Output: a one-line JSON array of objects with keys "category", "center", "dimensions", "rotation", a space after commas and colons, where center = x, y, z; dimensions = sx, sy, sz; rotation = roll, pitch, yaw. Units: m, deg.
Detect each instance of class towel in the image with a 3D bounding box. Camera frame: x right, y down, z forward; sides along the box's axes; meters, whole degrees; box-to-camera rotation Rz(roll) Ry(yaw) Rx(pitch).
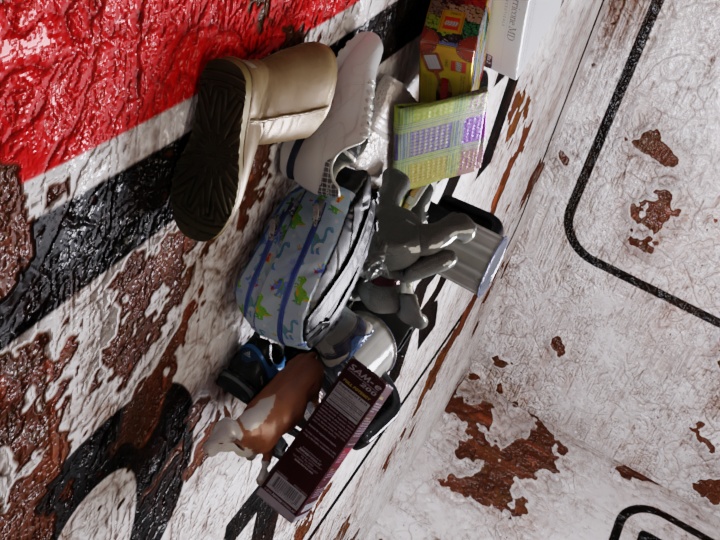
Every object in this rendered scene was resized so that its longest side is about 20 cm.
[{"category": "towel", "center": [0.110, -0.184, 1.283], "dimensions": [0.201, 0.140, 0.023], "rotation": [85, -10, -62]}, {"category": "towel", "center": [0.037, -0.190, 1.280], "dimensions": [0.135, 0.034, 0.200], "rotation": [-66, 165, 3]}]

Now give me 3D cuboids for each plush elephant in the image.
[{"category": "plush elephant", "center": [0.047, -0.008, 1.258], "dimensions": [0.200, 0.163, 0.157], "rotation": [-48, 160, -37]}]

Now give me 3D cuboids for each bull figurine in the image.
[{"category": "bull figurine", "center": [-0.111, 0.185, 1.115], "dimensions": [0.199, 0.064, 0.123], "rotation": [-40, 149, -38]}]

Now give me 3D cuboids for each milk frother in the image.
[{"category": "milk frother", "center": [0.172, -0.092, 1.588], "dimensions": [0.182, 0.185, 0.202], "rotation": [-56, 163, -28]}, {"category": "milk frother", "center": [-0.055, 0.191, 1.417], "dimensions": [0.188, 0.197, 0.184], "rotation": [-36, 108, -54]}]

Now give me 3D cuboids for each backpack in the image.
[{"category": "backpack", "center": [-0.062, -0.006, 1.072], "dimensions": [0.164, 0.150, 0.204], "rotation": [93, 6, -67]}]

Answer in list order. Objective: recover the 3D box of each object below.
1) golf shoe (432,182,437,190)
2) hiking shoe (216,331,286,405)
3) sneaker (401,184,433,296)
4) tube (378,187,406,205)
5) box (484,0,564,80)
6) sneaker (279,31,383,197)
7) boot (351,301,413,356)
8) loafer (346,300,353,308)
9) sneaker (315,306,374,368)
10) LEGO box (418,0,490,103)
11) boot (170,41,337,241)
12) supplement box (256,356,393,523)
[{"category": "golf shoe", "center": [0.138, -0.193, 1.459], "dimensions": [0.079, 0.095, 0.203], "rotation": [-80, 178, -48]}, {"category": "hiking shoe", "center": [-0.121, 0.145, 1.204], "dimensions": [0.088, 0.073, 0.200], "rotation": [-57, 165, -9]}, {"category": "sneaker", "center": [0.088, -0.042, 1.441], "dimensions": [0.076, 0.086, 0.204], "rotation": [-24, 135, -87]}, {"category": "tube", "center": [0.052, -0.123, 1.433], "dimensions": [0.057, 0.052, 0.200], "rotation": [-26, -165, 31]}, {"category": "box", "center": [0.231, -0.441, 1.350], "dimensions": [0.202, 0.129, 0.200], "rotation": [-58, 164, -23]}, {"category": "sneaker", "center": [-0.015, -0.178, 1.030], "dimensions": [0.203, 0.079, 0.077], "rotation": [-63, 164, -10]}, {"category": "boot", "center": [0.052, 0.028, 1.497], "dimensions": [0.204, 0.136, 0.077], "rotation": [-65, 165, 5]}, {"category": "loafer", "center": [0.000, 0.000, 1.386], "dimensions": [0.202, 0.061, 0.073], "rotation": [102, 5, -48]}, {"category": "sneaker", "center": [-0.053, 0.062, 1.166], "dimensions": [0.077, 0.085, 0.199], "rotation": [-46, -157, -10]}, {"category": "LEGO box", "center": [0.133, -0.307, 1.272], "dimensions": [0.201, 0.075, 0.152], "rotation": [84, 20, -63]}, {"category": "boot", "center": [-0.093, -0.129, 0.870], "dimensions": [0.200, 0.065, 0.178], "rotation": [-35, 148, -64]}, {"category": "supplement box", "center": [-0.041, 0.210, 1.126], "dimensions": [0.202, 0.060, 0.109], "rotation": [-54, 169, -5]}]
